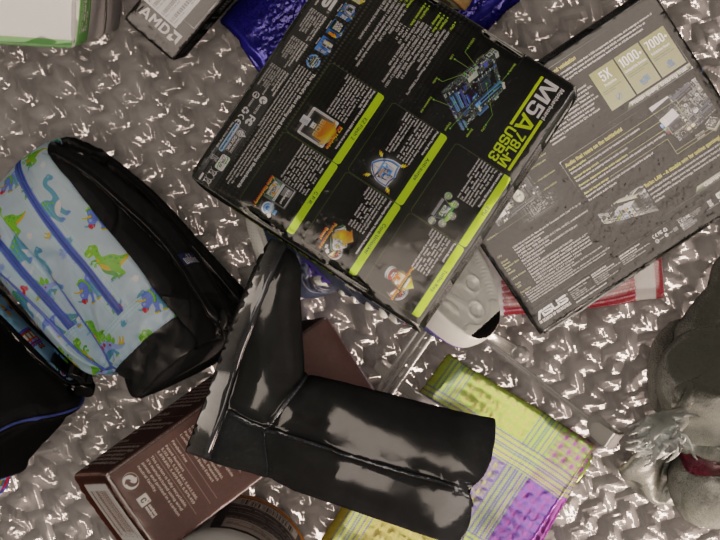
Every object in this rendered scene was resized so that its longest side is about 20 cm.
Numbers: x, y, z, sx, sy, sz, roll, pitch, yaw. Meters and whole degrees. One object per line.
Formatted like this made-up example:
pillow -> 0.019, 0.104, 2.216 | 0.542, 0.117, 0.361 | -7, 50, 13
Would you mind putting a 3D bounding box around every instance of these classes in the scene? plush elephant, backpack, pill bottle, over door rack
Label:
plush elephant -> 0.270, 0.119, 1.608 | 0.200, 0.155, 0.165 | -38, 49, -26
backpack -> -0.183, -0.005, 1.606 | 0.154, 0.163, 0.200 | -32, 87, 19
pill bottle -> -0.099, 0.233, 1.599 | 0.116, 0.200, 0.117 | 0, 96, 3
over door rack -> 0.084, 0.125, 1.603 | 0.200, 0.067, 0.148 | 39, 100, 34
backpack -> -0.323, 0.065, 1.608 | 0.200, 0.183, 0.135 | 48, 113, 11

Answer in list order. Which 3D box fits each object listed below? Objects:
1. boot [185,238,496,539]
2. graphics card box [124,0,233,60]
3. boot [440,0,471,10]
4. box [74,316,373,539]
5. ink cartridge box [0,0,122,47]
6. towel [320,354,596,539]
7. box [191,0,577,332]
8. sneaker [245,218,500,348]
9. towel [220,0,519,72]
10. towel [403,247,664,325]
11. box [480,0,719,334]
boot -> 0.000, 0.085, 1.520 | 0.200, 0.066, 0.165 | 20, 103, -3
graphics card box -> -0.083, -0.240, 1.589 | 0.051, 0.125, 0.200 | 40, 96, -5
boot -> 0.113, -0.265, 1.581 | 0.175, 0.066, 0.200 | 29, 75, 10
box -> -0.098, 0.118, 1.601 | 0.200, 0.100, 0.075 | -37, 98, -19
ink cartridge box -> -0.251, -0.206, 1.563 | 0.146, 0.200, 0.084 | 4, 99, 3
towel -> 0.069, 0.180, 1.677 | 0.144, 0.023, 0.200 | 32, 95, 0
box -> 0.017, -0.092, 1.529 | 0.193, 0.048, 0.200 | 33, 87, 6
sneaker -> 0.000, 0.000, 1.619 | 0.200, 0.081, 0.146 | 48, 139, 5
towel -> 0.013, -0.196, 1.628 | 0.200, 0.050, 0.148 | -44, 93, 5
towel -> 0.121, -0.039, 1.653 | 0.200, 0.023, 0.144 | -5, 96, 3
box -> 0.165, -0.078, 1.593 | 0.200, 0.086, 0.164 | -34, 95, 5
